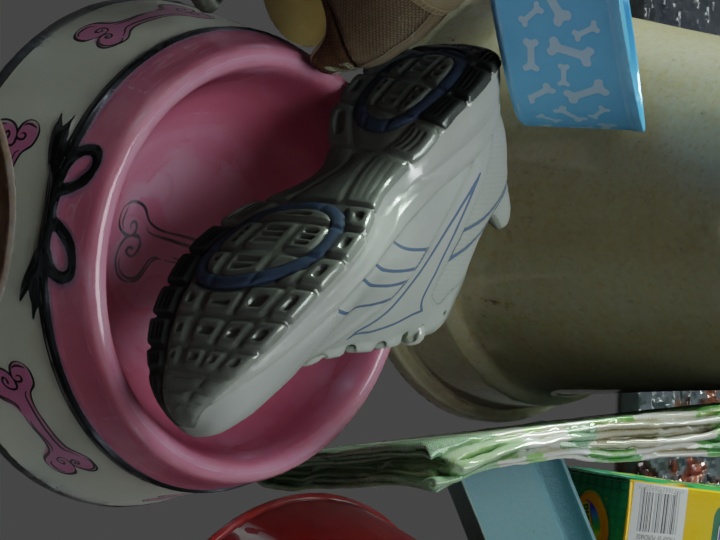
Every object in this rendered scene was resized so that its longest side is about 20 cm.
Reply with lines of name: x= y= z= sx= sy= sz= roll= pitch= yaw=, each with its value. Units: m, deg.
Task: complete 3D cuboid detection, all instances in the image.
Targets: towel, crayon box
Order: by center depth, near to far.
towel: x=0.078 y=0.072 z=1.190 sx=0.199 sy=0.152 sz=0.023 roll=-5 pitch=88 yaw=-29
crayon box: x=0.159 y=0.160 z=1.382 sx=0.200 sy=0.058 sz=0.119 roll=11 pitch=87 yaw=-45

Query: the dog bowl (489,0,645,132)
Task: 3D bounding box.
dog bowl: x=0.069 y=-0.147 z=1.129 sx=0.111 sy=0.049 sz=0.201 roll=-61 pitch=140 yaw=-78

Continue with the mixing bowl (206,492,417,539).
mixing bowl: x=0.006 y=0.198 z=1.199 sx=0.200 sy=0.108 sz=0.201 roll=-7 pitch=100 yaw=-44

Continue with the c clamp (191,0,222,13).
c clamp: x=-0.077 y=-0.196 z=1.056 sx=0.171 sy=0.027 sz=0.201 roll=52 pitch=29 yaw=-84

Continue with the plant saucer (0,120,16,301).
plant saucer: x=-0.209 y=-0.006 z=0.979 sx=0.200 sy=0.034 sz=0.201 roll=-19 pitch=123 yaw=-33

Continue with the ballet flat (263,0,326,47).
ballet flat: x=-0.005 y=-0.189 z=1.173 sx=0.068 sy=0.063 sz=0.201 roll=-3 pitch=97 yaw=-47

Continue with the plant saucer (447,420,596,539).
plant saucer: x=0.091 y=0.163 z=1.268 sx=0.070 sy=0.019 sz=0.201 roll=-7 pitch=70 yaw=-47

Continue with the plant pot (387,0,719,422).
plant pot: x=0.130 y=-0.024 z=1.243 sx=0.200 sy=0.183 sz=0.201 roll=-7 pitch=100 yaw=-45

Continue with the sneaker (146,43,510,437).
sneaker: x=0.000 y=0.000 z=1.094 sx=0.200 sy=0.074 sz=0.087 roll=-45 pitch=129 yaw=-32

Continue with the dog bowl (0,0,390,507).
dog bowl: x=-0.063 y=-0.004 z=1.130 sx=0.200 sy=0.074 sz=0.201 roll=-6 pitch=98 yaw=-45

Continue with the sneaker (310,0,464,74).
sneaker: x=-0.031 y=-0.167 z=1.117 sx=0.070 sy=0.075 sz=0.200 roll=5 pitch=53 yaw=-54
